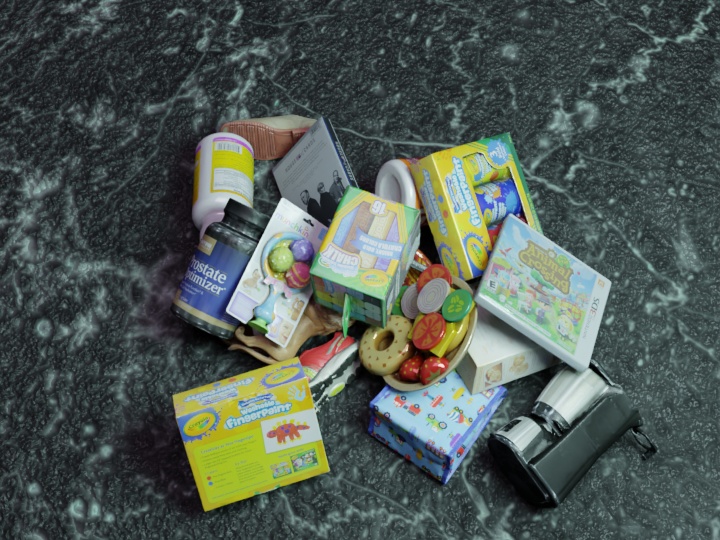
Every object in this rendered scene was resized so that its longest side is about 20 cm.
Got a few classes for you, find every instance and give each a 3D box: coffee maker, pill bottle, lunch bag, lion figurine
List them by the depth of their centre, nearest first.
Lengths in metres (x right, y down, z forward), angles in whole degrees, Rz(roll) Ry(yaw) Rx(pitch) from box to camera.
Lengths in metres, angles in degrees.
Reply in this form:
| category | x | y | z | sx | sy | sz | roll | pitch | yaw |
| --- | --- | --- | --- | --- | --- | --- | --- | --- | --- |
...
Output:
| category | x | y | z | sx | sy | sz | roll | pitch | yaw |
| --- | --- | --- | --- | --- | --- | --- | --- | --- | --- |
| coffee maker | 0.317 | 0.259 | 1.600 | 0.200 | 0.135 | 0.192 | -41 | 70 | -19 |
| lunch bag | 0.127 | 0.199 | 1.667 | 0.149 | 0.095 | 0.200 | 31 | 57 | 18 |
| pill bottle | -0.210 | -0.005 | 1.683 | 0.111 | 0.112 | 0.202 | 25 | 90 | 13 |
| lion figurine | -0.103 | 0.092 | 1.700 | 0.122 | 0.073 | 0.200 | 44 | 85 | 8 |
| pill bottle | 0.132 | -0.134 | 1.797 | 0.197 | 0.113 | 0.114 | -7 | 59 | -30 |
| pill bottle | -0.232 | -0.127 | 1.812 | 0.102 | 0.105 | 0.203 | -2 | 55 | -1 |

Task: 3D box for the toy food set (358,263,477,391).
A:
| category | x | y | z | sx | sy | sz | roll | pitch | yaw |
| --- | --- | --- | --- | --- | --- | --- | --- | --- | --- |
| toy food set | 0.094 | 0.087 | 1.623 | 0.199 | 0.048 | 0.199 | -57 | 35 | -5 |

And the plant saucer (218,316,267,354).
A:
| category | x | y | z | sx | sy | sz | roll | pitch | yaw |
| --- | --- | --- | --- | --- | --- | --- | --- | --- | --- |
| plant saucer | -0.161 | 0.045 | 1.772 | 0.197 | 0.032 | 0.203 | -1 | 64 | 1 |

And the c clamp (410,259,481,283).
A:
| category | x | y | z | sx | sy | sz | roll | pitch | yaw |
| --- | --- | --- | --- | --- | --- | --- | --- | --- | --- |
| c clamp | 0.100 | 0.024 | 1.733 | 0.197 | 0.027 | 0.173 | 20 | 91 | -21 |

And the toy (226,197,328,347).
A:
| category | x | y | z | sx | sy | sz | roll | pitch | yaw |
| --- | --- | --- | --- | --- | --- | --- | --- | --- | --- |
| toy | -0.111 | 0.003 | 1.640 | 0.114 | 0.047 | 0.202 | 33 | 74 | -23 |

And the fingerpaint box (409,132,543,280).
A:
| category | x | y | z | sx | sy | sz | roll | pitch | yaw |
| --- | --- | --- | --- | --- | --- | --- | --- | --- | --- |
| fingerpaint box | 0.190 | -0.099 | 1.704 | 0.165 | 0.073 | 0.203 | -17 | 89 | -31 |

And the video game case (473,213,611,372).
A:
| category | x | y | z | sx | sy | sz | roll | pitch | yaw |
| --- | --- | --- | --- | --- | --- | --- | --- | --- | --- |
| video game case | 0.278 | 0.031 | 1.616 | 0.198 | 0.022 | 0.183 | 33 | 50 | -6 |

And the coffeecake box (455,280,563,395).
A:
| category | x | y | z | sx | sy | sz | roll | pitch | yaw |
| --- | --- | --- | --- | --- | --- | --- | --- | --- | --- |
| coffeecake box | 0.230 | 0.088 | 1.692 | 0.197 | 0.074 | 0.154 | -16 | 50 | -18 |

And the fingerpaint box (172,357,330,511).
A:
| category | x | y | z | sx | sy | sz | roll | pitch | yaw |
| --- | --- | --- | --- | --- | --- | --- | --- | --- | --- |
| fingerpaint box | -0.162 | 0.242 | 1.592 | 0.197 | 0.169 | 0.073 | -17 | 24 | -8 |

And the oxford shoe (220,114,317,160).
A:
| category | x | y | z | sx | sy | sz | roll | pitch | yaw |
| --- | --- | --- | --- | --- | --- | --- | --- | --- | --- |
| oxford shoe | -0.150 | -0.243 | 1.917 | 0.196 | 0.072 | 0.074 | 8 | 37 | 5 |

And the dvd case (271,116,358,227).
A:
| category | x | y | z | sx | sy | sz | roll | pitch | yaw |
| --- | --- | --- | --- | --- | --- | --- | --- | --- | --- |
| dvd case | -0.072 | -0.135 | 1.816 | 0.025 | 0.150 | 0.202 | 8 | 51 | -44 |

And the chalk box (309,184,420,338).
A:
| category | x | y | z | sx | sy | sz | roll | pitch | yaw |
| --- | --- | --- | --- | --- | --- | --- | --- | --- | --- |
| chalk box | 0.000 | 0.000 | 1.619 | 0.122 | 0.125 | 0.202 | 20 | 68 | 10 |

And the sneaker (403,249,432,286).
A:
| category | x | y | z | sx | sy | sz | roll | pitch | yaw |
| --- | --- | --- | --- | --- | --- | --- | --- | --- | --- |
| sneaker | 0.065 | -0.031 | 1.791 | 0.200 | 0.077 | 0.073 | 45 | 113 | 6 |

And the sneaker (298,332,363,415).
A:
| category | x | y | z | sx | sy | sz | roll | pitch | yaw |
| --- | --- | --- | --- | --- | --- | --- | --- | --- | --- |
| sneaker | -0.081 | 0.172 | 1.695 | 0.199 | 0.078 | 0.085 | -36 | 48 | -22 |
